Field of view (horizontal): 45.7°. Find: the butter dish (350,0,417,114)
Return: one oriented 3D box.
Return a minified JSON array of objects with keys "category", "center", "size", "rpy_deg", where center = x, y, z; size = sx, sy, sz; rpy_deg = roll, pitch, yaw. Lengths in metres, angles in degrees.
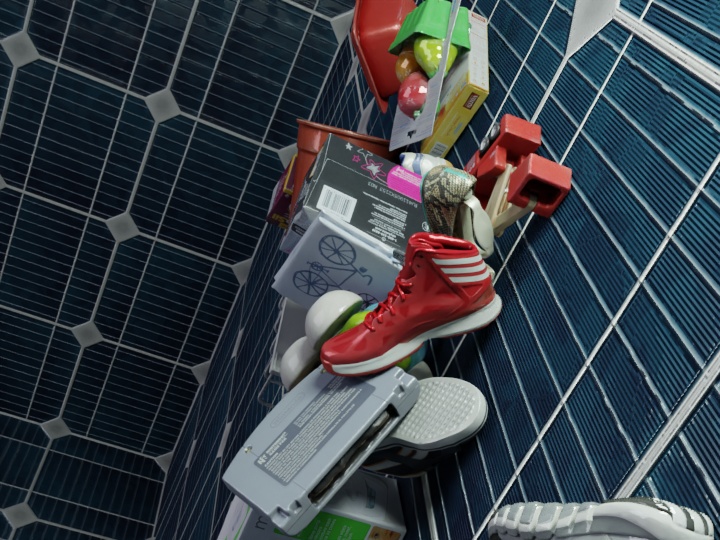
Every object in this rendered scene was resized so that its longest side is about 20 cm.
[{"category":"butter dish","center":[0.074,-0.427,1.565],"size":[0.200,0.146,0.201],"rpy_deg":[65,-157,-45]}]

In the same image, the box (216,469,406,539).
[{"category":"box","center":[-0.070,0.319,0.978],"size":[0.097,0.175,0.201],"rpy_deg":[-106,39,-65]}]

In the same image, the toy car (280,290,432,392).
[{"category":"toy car","center":[0.013,0.116,1.048],"size":[0.150,0.175,0.201],"rpy_deg":[-31,-22,-46]}]

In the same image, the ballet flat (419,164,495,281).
[{"category":"ballet flat","center":[0.110,-0.020,0.923],"size":[0.068,0.075,0.201],"rpy_deg":[-46,-40,-37]}]

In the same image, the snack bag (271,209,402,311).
[{"category":"snack bag","center":[0.000,0.022,1.086],"size":[0.189,0.199,0.022],"rpy_deg":[-50,12,52]}]

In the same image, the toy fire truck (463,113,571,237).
[{"category":"toy fire truck","center":[0.155,-0.088,0.931],"size":[0.200,0.048,0.142],"rpy_deg":[126,158,-53]}]

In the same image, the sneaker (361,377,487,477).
[{"category":"sneaker","center":[0.064,0.167,0.899],"size":[0.199,0.079,0.079],"rpy_deg":[-19,45,42]}]

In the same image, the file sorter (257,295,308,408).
[{"category":"file sorter","center":[-0.077,0.124,1.376],"size":[0.125,0.138,0.201],"rpy_deg":[121,163,-48]}]

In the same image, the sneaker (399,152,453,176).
[{"category":"sneaker","center":[0.058,-0.084,1.237],"size":[0.076,0.087,0.201],"rpy_deg":[-96,27,-58]}]

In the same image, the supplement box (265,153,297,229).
[{"category":"supplement box","center":[-0.139,-0.177,2.070],"size":[0.200,0.130,0.104],"rpy_deg":[134,153,-62]}]

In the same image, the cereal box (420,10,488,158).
[{"category":"cereal box","center":[0.140,-0.276,1.276],"size":[0.201,0.039,0.144],"rpy_deg":[-84,20,-45]}]

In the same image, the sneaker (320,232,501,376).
[{"category":"sneaker","center":[0.038,0.025,0.880],"size":[0.078,0.198,0.116],"rpy_deg":[-116,4,-64]}]

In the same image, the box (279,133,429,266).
[{"category":"box","center":[0.013,-0.060,1.116],"size":[0.115,0.198,0.133],"rpy_deg":[128,163,-55]}]

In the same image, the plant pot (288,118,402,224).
[{"category":"plant pot","center":[-0.039,-0.154,1.544],"size":[0.201,0.199,0.197],"rpy_deg":[-128,50,-74]}]

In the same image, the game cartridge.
[{"category":"game cartridge","center":[-0.044,0.167,0.881],"size":[0.200,0.042,0.133],"rpy_deg":[-45,29,-20]}]

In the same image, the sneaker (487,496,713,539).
[{"category":"sneaker","center":[0.134,0.210,0.538],"size":[0.200,0.074,0.117],"rpy_deg":[138,147,-62]}]

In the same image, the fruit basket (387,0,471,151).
[{"category":"fruit basket","center":[0.096,-0.279,1.237],"size":[0.185,0.093,0.202],"rpy_deg":[180,96,-73]}]
